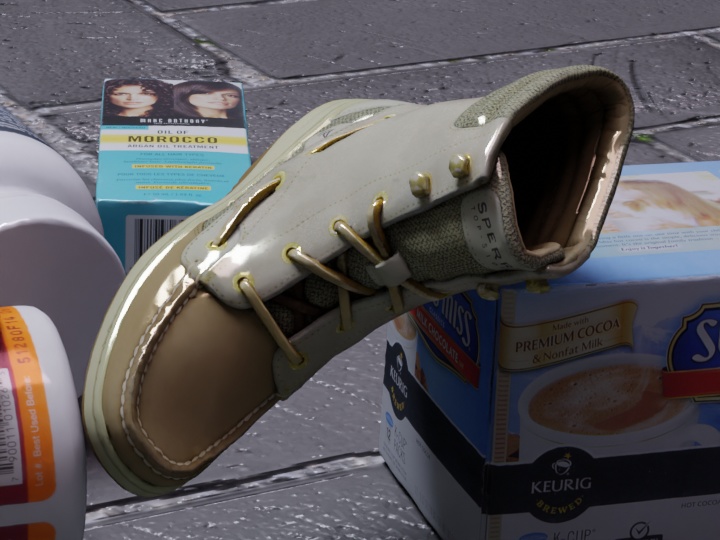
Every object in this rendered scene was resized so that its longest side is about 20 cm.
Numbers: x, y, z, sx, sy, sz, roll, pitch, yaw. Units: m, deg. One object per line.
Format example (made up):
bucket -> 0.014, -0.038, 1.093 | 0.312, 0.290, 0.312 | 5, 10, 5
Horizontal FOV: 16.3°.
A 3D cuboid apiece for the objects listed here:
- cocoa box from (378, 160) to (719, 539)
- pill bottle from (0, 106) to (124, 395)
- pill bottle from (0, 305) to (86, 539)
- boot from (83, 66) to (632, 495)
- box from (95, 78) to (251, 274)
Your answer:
cocoa box -> 0.122, 0.036, 1.044 | 0.199, 0.132, 0.133 | -4, 22, -17
pill bottle -> -0.184, -0.015, 1.128 | 0.119, 0.120, 0.200 | -8, 24, -27
pill bottle -> -0.209, 0.075, 0.933 | 0.199, 0.110, 0.110 | -5, 23, -20
boot -> 0.000, 0.000, 0.915 | 0.154, 0.072, 0.200 | -6, 35, 48
box -> -0.099, -0.049, 1.342 | 0.082, 0.049, 0.200 | 1, 22, -5
